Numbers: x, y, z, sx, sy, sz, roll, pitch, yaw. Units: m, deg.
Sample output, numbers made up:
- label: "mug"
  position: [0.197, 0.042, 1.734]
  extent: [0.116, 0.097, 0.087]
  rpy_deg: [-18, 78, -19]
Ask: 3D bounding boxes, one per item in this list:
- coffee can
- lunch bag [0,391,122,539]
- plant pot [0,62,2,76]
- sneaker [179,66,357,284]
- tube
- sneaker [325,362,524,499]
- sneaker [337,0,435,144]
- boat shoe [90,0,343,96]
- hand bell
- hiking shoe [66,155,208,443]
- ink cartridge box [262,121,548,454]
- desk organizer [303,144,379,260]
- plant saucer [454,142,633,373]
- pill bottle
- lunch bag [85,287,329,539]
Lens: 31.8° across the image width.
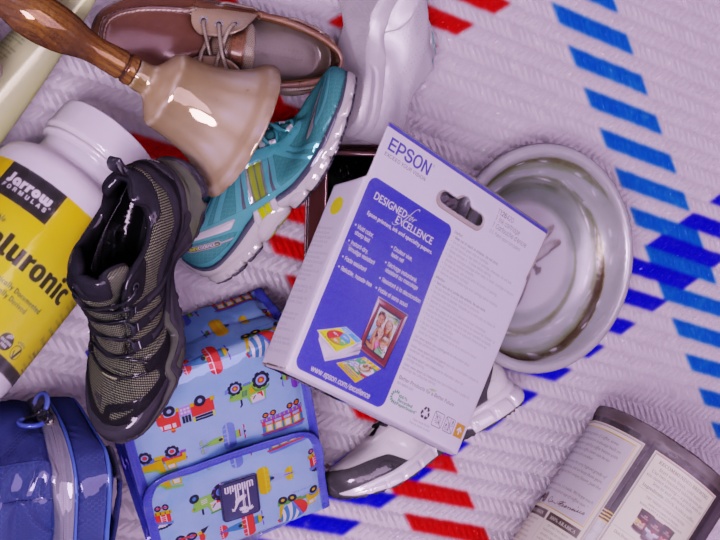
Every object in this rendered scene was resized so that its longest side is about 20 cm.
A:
- label: "coffee can"
  position: [0.223, 0.246, 1.144]
  extent: [0.146, 0.146, 0.200]
  rpy_deg: [40, 81, -26]
- label: "lunch bag"
  position: [-0.241, 0.181, 0.901]
  extent: [0.131, 0.136, 0.201]
  rpy_deg: [0, 110, -27]
- label: "plant pot"
  position: [-0.328, -0.172, 0.793]
  extent: [0.200, 0.200, 0.184]
  rpy_deg: [-35, 122, -17]
- label: "sneaker"
  position: [-0.076, -0.078, 0.963]
  extent: [0.080, 0.078, 0.200]
  rpy_deg: [38, 103, -15]
- label: "tube"
  position: [-0.248, -0.135, 0.894]
  extent: [0.058, 0.052, 0.200]
  rpy_deg: [35, 84, 18]
- label: "sneaker"
  position: [0.044, 0.127, 1.089]
  extent: [0.199, 0.074, 0.080]
  rpy_deg: [-31, 96, -23]
- label: "sneaker"
  position: [0.032, -0.202, 1.029]
  extent: [0.088, 0.075, 0.201]
  rpy_deg: [8, 101, -39]
- label: "boat shoe"
  position: [-0.103, -0.172, 0.956]
  extent: [0.199, 0.072, 0.076]
  rpy_deg: [-2, 99, -26]
- label: "hand bell"
  position: [-0.165, -0.140, 0.863]
  extent: [0.199, 0.104, 0.105]
  rpy_deg: [27, 86, -24]
- label: "hiking shoe"
  position: [-0.167, 0.020, 0.848]
  extent: [0.101, 0.075, 0.202]
  rpy_deg: [-2, 102, -62]
- label: "ink cartridge box"
  position: [0.040, 0.018, 0.984]
  extent: [0.197, 0.047, 0.201]
  rpy_deg: [30, 77, -36]
- label: "desk organizer"
  position: [0.000, 0.000, 1.032]
  extent: [0.071, 0.077, 0.202]
  rpy_deg: [-2, 99, -26]
- label: "plant saucer"
  position: [0.150, -0.012, 1.116]
  extent: [0.199, 0.050, 0.202]
  rpy_deg: [-3, 96, -29]
- label: "pill bottle"
  position: [-0.236, -0.019, 0.888]
  extent: [0.111, 0.111, 0.201]
  rpy_deg: [44, 69, -25]
- label: "lunch bag"
  position: [-0.113, 0.139, 1.002]
  extent: [0.150, 0.094, 0.201]
  rpy_deg: [-20, 117, -18]
